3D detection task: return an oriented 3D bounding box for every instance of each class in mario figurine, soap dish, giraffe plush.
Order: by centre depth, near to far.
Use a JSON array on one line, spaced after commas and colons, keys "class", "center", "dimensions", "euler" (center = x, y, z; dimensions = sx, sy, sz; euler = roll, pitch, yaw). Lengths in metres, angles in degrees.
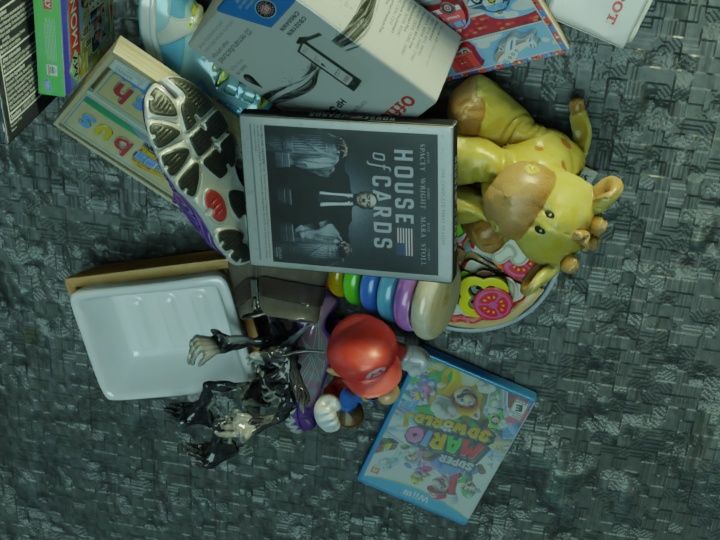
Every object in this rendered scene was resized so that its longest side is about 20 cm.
[{"class": "giraffe plush", "center": [0.153, -0.065, 1.132], "dimensions": [0.197, 0.163, 0.175], "euler": [2, 121, -13]}, {"class": "mario figurine", "center": [0.013, 0.121, 1.271], "dimensions": [0.104, 0.125, 0.200], "euler": [15, 163, 5]}, {"class": "soap dish", "center": [-0.204, 0.057, 1.347], "dimensions": [0.197, 0.082, 0.159], "euler": [-7, 118, 14]}]

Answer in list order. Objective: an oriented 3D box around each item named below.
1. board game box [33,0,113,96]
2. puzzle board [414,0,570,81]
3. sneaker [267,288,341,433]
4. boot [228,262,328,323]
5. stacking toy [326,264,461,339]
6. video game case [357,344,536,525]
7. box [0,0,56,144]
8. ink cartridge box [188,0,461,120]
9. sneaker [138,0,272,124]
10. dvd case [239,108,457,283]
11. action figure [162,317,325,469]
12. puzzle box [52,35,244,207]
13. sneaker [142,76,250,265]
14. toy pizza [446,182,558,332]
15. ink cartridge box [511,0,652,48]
[{"class": "board game box", "center": [-0.264, -0.280, 1.137], "dimensions": [0.029, 0.135, 0.203], "euler": [8, 121, 5]}, {"class": "puzzle board", "center": [0.068, -0.228, 1.106], "dimensions": [0.198, 0.018, 0.151], "euler": [-8, 139, 39]}, {"class": "sneaker", "center": [-0.053, 0.091, 1.346], "dimensions": [0.087, 0.081, 0.203], "euler": [-8, 123, -6]}, {"class": "boot", "center": [-0.048, -0.023, 1.213], "dimensions": [0.198, 0.070, 0.149], "euler": [-6, 77, 39]}, {"class": "stacking toy", "center": [0.000, 0.000, 1.261], "dimensions": [0.198, 0.085, 0.087], "euler": [20, 124, 25]}, {"class": "video game case", "center": [0.095, 0.190, 1.402], "dimensions": [0.141, 0.018, 0.202], "euler": [22, 121, -3]}, {"class": "box", "center": [-0.349, -0.251, 1.132], "dimensions": [0.121, 0.201, 0.201], "euler": [6, 119, 8]}, {"class": "ink cartridge box", "center": [-0.032, -0.205, 1.108], "dimensions": [0.199, 0.085, 0.146], "euler": [33, 148, -17]}, {"class": "sneaker", "center": [-0.140, -0.215, 1.185], "dimensions": [0.128, 0.080, 0.202], "euler": [8, 130, 8]}, {"class": "dvd case", "center": [-0.010, -0.068, 1.124], "dimensions": [0.197, 0.025, 0.153], "euler": [5, 116, 15]}, {"class": "action figure", "center": [-0.123, 0.122, 1.256], "dimensions": [0.101, 0.120, 0.200], "euler": [3, 142, -46]}, {"class": "puzzle box", "center": [-0.185, -0.128, 1.201], "dimensions": [0.199, 0.026, 0.133], "euler": [33, 137, -21]}, {"class": "sneaker", "center": [-0.160, -0.088, 1.163], "dimensions": [0.083, 0.081, 0.202], "euler": [15, 138, 43]}, {"class": "toy pizza", "center": [0.108, -0.018, 1.274], "dimensions": [0.197, 0.032, 0.203], "euler": [5, 120, 8]}, {"class": "ink cartridge box", "center": [0.172, -0.306, 1.069], "dimensions": [0.198, 0.083, 0.148], "euler": [23, 122, -2]}]
